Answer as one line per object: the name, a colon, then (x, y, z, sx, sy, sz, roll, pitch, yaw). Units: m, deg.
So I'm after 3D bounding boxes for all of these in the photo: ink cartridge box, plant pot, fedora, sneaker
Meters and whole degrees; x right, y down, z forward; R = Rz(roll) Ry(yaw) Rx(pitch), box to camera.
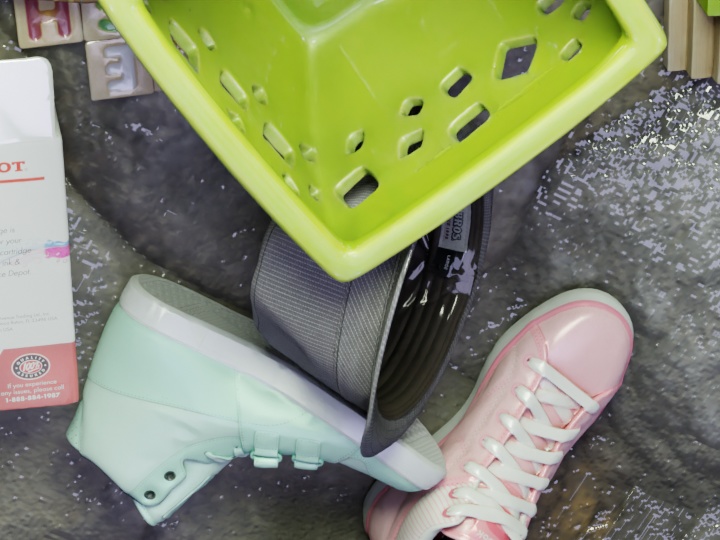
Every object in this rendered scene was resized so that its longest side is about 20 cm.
ink cartridge box: (-0.209, -0.027, 1.384, 0.116, 0.068, 0.200, -5, 120, -9)
plant pot: (-0.003, -0.151, 1.284, 0.199, 0.182, 0.200, -35, 119, 8)
fedora: (0.000, 0.000, 1.385, 0.090, 0.200, 0.177, 17, 108, 13)
sneaker: (0.085, 0.107, 1.492, 0.075, 0.105, 0.200, 38, 104, -24)
sneaker: (-0.060, 0.096, 1.465, 0.200, 0.074, 0.118, 27, 105, -6)

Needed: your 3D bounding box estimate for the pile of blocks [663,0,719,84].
pile of blocks: (0.216, -0.178, 1.388, 0.082, 0.062, 0.200, 17, 113, -19)

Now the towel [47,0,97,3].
towel: (-0.186, -0.228, 1.303, 0.146, 0.022, 0.201, 3, 116, -11)

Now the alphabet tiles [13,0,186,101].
alphabet tiles: (-0.079, -0.170, 1.367, 0.199, 0.008, 0.168, -8, 119, -7)
